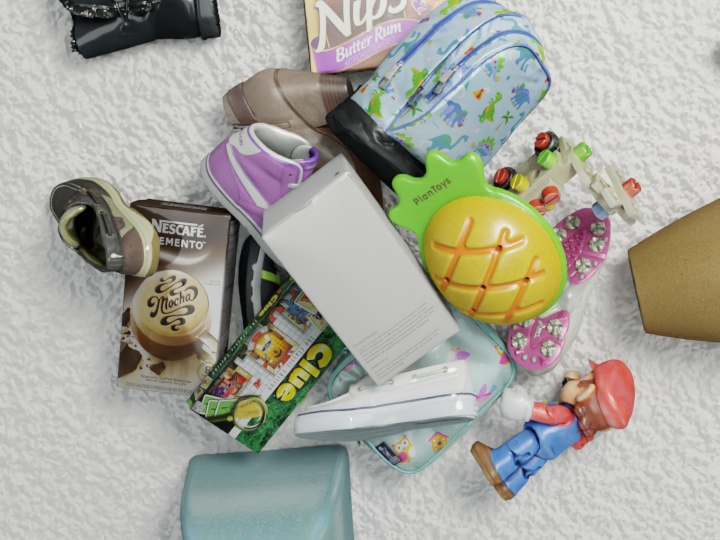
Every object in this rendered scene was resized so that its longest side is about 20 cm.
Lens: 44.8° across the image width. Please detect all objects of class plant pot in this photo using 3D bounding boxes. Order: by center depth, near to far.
[{"bbox_3d":[0.393,0.001,0.931,0.196,0.186,0.190,-12,99,15],"label":"plant pot"},{"bbox_3d":[-0.104,0.326,0.954,0.192,0.200,0.200,-4,98,1],"label":"plant pot"}]

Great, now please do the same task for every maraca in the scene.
[{"bbox_3d":[0.113,-0.028,0.842,0.136,0.107,0.200,-34,107,32],"label":"maraca"}]

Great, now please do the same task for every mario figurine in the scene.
[{"bbox_3d":[0.216,0.163,0.981,0.199,0.123,0.107,-35,77,2],"label":"mario figurine"}]

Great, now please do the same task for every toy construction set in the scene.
[{"bbox_3d":[0.195,-0.065,0.926,0.198,0.133,0.092,-28,132,26],"label":"toy construction set"}]

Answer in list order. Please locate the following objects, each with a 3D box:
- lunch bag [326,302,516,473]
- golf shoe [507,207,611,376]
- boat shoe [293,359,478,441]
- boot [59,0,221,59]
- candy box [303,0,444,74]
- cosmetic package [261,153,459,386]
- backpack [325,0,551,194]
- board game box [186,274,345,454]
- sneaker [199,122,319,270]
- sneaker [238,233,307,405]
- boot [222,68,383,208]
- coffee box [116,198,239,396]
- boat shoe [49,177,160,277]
[{"bbox_3d":[0.062,0.118,0.984,0.200,0.077,0.161,-44,97,6],"label":"lunch bag"},{"bbox_3d":[0.225,0.026,0.981,0.074,0.092,0.202,24,77,26],"label":"golf shoe"},{"bbox_3d":[0.025,0.137,0.925,0.196,0.074,0.068,-7,68,7],"label":"boat shoe"},{"bbox_3d":[-0.241,-0.333,0.915,0.165,0.077,0.204,-7,105,-3],"label":"boot"},{"bbox_3d":[0.038,-0.278,0.936,0.196,0.057,0.119,-5,100,-1],"label":"candy box"},{"bbox_3d":[0.000,0.000,0.870,0.107,0.085,0.201,-33,109,8],"label":"cosmetic package"},{"bbox_3d":[0.090,-0.173,0.863,0.202,0.153,0.163,-56,136,-6],"label":"backpack"},{"bbox_3d":[-0.086,0.093,0.944,0.104,0.023,0.201,39,90,-33],"label":"board game box"},{"bbox_3d":[-0.065,-0.070,0.918,0.113,0.073,0.200,-28,123,36],"label":"sneaker"},{"bbox_3d":[-0.091,0.053,0.988,0.081,0.072,0.204,-6,104,-15],"label":"sneaker"},{"bbox_3d":[-0.063,-0.126,0.955,0.143,0.071,0.203,-7,117,16],"label":"boot"},{"bbox_3d":[-0.200,0.028,0.968,0.111,0.080,0.204,6,99,0],"label":"coffee box"},{"bbox_3d":[-0.282,-0.050,0.909,0.200,0.065,0.073,31,111,39],"label":"boat shoe"}]
